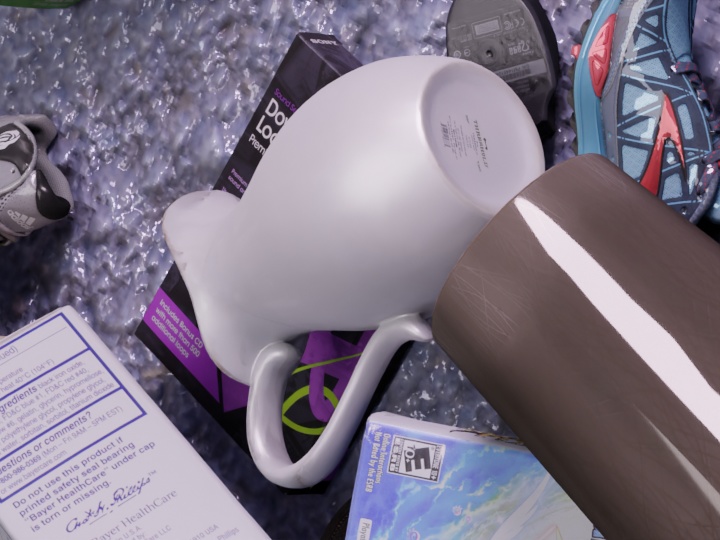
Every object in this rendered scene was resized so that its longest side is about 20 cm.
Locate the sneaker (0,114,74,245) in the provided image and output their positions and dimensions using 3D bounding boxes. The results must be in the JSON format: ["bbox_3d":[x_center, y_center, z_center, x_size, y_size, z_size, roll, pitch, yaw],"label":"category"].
[{"bbox_3d":[-0.224,-0.017,1.609,0.115,0.075,0.201,-5,51,31],"label":"sneaker"}]

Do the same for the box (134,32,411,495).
[{"bbox_3d":[-0.027,-0.004,1.502,0.143,0.036,0.200,44,114,32],"label":"box"}]

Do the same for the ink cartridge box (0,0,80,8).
[{"bbox_3d":[-0.138,-0.247,1.572,0.200,0.084,0.147,-22,75,39],"label":"ink cartridge box"}]

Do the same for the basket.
[{"bbox_3d":[0.138,0.054,1.239,0.200,0.180,0.136,44,121,22],"label":"basket"}]

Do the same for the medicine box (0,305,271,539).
[{"bbox_3d":[-0.129,0.154,1.486,0.200,0.103,0.183,48,158,32],"label":"medicine box"}]

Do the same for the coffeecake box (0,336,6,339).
[{"bbox_3d":[-0.237,0.137,1.604,0.073,0.153,0.201,42,115,36],"label":"coffeecake box"}]

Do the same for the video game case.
[{"bbox_3d":[0.076,0.181,1.340,0.180,0.045,0.201,10,93,10],"label":"video game case"}]

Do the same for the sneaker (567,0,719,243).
[{"bbox_3d":[0.151,-0.052,1.333,0.095,0.079,0.201,13,106,31],"label":"sneaker"}]

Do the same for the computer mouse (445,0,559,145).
[{"bbox_3d":[0.083,-0.050,1.415,0.058,0.034,0.201,-10,88,28],"label":"computer mouse"}]

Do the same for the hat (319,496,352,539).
[{"bbox_3d":[0.023,0.190,1.424,0.200,0.081,0.202,0,90,42],"label":"hat"}]

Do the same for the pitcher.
[{"bbox_3d":[0.000,0.000,1.381,0.200,0.121,0.172,-31,65,42],"label":"pitcher"}]
